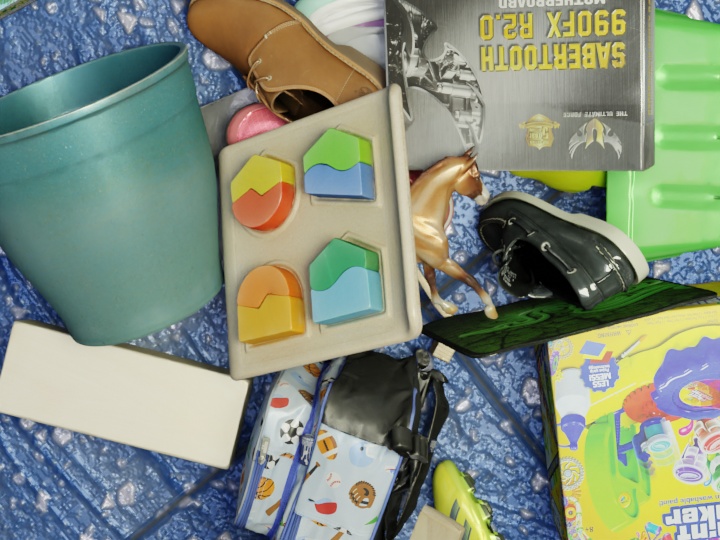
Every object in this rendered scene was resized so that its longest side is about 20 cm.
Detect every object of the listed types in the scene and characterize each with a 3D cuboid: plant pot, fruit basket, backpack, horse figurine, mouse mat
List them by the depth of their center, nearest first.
[{"bbox_3d":[0.016,-0.008,1.056,0.198,0.050,0.133,-12,123,22],"label":"horse figurine"},{"bbox_3d":[0.154,0.032,1.060,0.198,0.161,0.008,-12,98,-13],"label":"mouse mat"},{"bbox_3d":[-0.195,-0.053,1.072,0.198,0.200,0.190,-19,109,3],"label":"plant pot"},{"bbox_3d":[0.209,-0.106,1.086,0.214,0.155,0.219,4,96,33],"label":"fruit basket"},{"bbox_3d":[-0.021,0.165,1.091,0.152,0.200,0.193,11,104,7],"label":"backpack"}]

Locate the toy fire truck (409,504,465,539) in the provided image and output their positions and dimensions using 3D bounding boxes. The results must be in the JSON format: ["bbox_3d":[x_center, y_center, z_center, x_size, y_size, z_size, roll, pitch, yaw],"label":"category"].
[{"bbox_3d":[-0.025,0.253,0.988,0.175,0.129,0.201,34,66,2],"label":"toy fire truck"}]

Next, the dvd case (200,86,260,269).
[{"bbox_3d":[-0.061,-0.057,1.148,0.147,0.016,0.202,-22,95,3],"label":"dvd case"}]

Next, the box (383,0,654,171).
[{"bbox_3d":[0.116,-0.154,1.016,0.198,0.048,0.161,3,100,24],"label":"box"}]

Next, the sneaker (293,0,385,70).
[{"bbox_3d":[0.059,-0.201,1.107,0.199,0.078,0.141,-30,96,13],"label":"sneaker"}]

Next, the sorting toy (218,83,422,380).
[{"bbox_3d":[-0.040,-0.026,1.017,0.199,0.036,0.188,-17,71,40],"label":"sorting toy"}]

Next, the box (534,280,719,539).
[{"bbox_3d":[0.249,0.117,1.107,0.197,0.122,0.195,-7,97,2],"label":"box"}]

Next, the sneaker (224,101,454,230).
[{"bbox_3d":[-0.014,-0.084,1.093,0.198,0.087,0.074,23,94,-2],"label":"sneaker"}]

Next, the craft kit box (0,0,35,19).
[{"bbox_3d":[-0.323,-0.303,1.116,0.196,0.049,0.202,-27,95,1],"label":"craft kit box"}]

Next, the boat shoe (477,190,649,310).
[{"bbox_3d":[0.136,-0.008,1.059,0.066,0.199,0.075,-43,121,-13],"label":"boat shoe"}]

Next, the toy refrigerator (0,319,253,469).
[{"bbox_3d":[-0.194,0.101,1.142,0.198,0.070,0.077,14,89,-1],"label":"toy refrigerator"}]

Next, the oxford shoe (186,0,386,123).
[{"bbox_3d":[-0.067,-0.162,1.084,0.199,0.072,0.071,30,51,20],"label":"oxford shoe"}]

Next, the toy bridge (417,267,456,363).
[{"bbox_3d":[0.000,0.000,1.131,0.198,0.027,0.068,29,96,-4],"label":"toy bridge"}]

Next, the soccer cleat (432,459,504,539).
[{"bbox_3d":[0.089,0.261,1.154,0.083,0.065,0.202,-19,95,5],"label":"soccer cleat"}]
